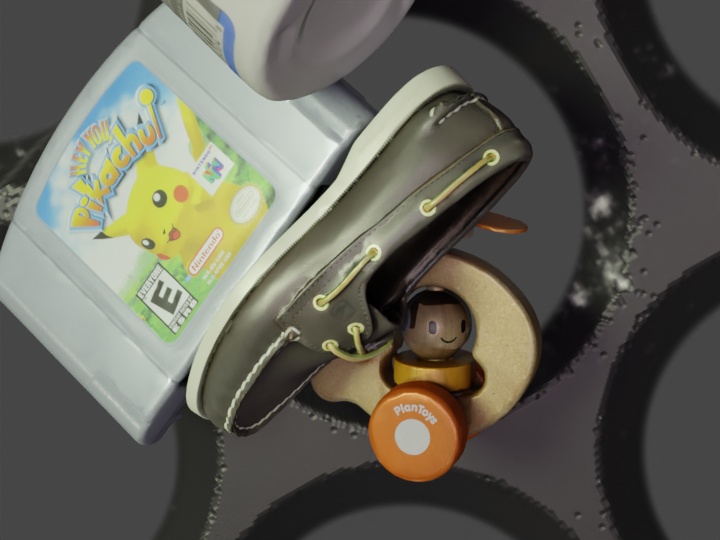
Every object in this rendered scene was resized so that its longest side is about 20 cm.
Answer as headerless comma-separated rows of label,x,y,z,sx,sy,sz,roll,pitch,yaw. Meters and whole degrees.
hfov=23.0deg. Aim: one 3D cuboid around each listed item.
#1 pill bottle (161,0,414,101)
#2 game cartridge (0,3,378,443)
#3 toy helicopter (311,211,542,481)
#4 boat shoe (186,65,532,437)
pill bottle,-0.069,-0.179,0.784,0.200,0.114,0.114,45,105,19
game cartridge,-0.093,-0.034,0.857,0.133,0.040,0.200,43,107,23
toy helicopter,0.000,0.000,0.869,0.199,0.079,0.133,32,111,11
boat shoe,-0.003,0.003,0.803,0.061,0.072,0.202,43,104,23
